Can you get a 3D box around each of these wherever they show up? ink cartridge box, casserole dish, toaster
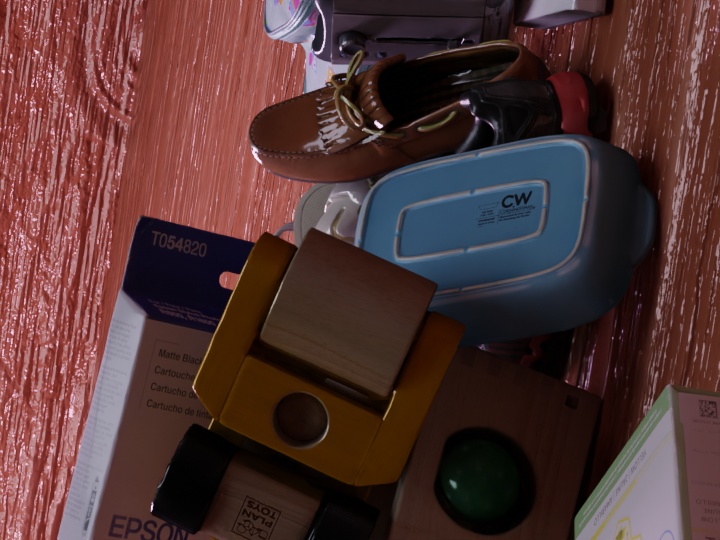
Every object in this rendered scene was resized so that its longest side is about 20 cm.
[{"bbox_3d":[0.152,0.179,1.308,0.146,0.048,0.201,117,159,-53],"label":"ink cartridge box"},{"bbox_3d":[-0.073,0.083,1.599,0.040,0.199,0.201,13,90,48],"label":"ink cartridge box"},{"bbox_3d":[0.070,-0.019,1.505,0.039,0.199,0.122,44,-134,-47],"label":"casserole dish"},{"bbox_3d":[0.041,-0.222,1.732,0.114,0.128,0.201,96,-178,-61],"label":"toaster"}]

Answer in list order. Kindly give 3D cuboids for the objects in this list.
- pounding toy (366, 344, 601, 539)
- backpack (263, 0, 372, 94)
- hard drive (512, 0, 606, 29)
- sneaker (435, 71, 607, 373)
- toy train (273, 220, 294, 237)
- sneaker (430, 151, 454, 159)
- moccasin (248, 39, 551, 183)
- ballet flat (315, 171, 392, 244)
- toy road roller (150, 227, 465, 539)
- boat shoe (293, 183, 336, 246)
[{"bbox_3d":[0.072,0.160,1.526,0.200,0.141,0.185,128,161,-61],"label":"pounding toy"},{"bbox_3d":[0.015,-0.202,1.885,0.176,0.152,0.201,161,112,-69],"label":"backpack"},{"bbox_3d":[0.135,-0.256,1.661,0.132,0.026,0.201,-176,93,-77],"label":"hard drive"},{"bbox_3d":[0.083,-0.024,1.604,0.071,0.097,0.202,-133,50,-71],"label":"sneaker"},{"bbox_3d":[-0.038,0.070,1.974,0.056,0.150,0.201,35,110,51],"label":"toy train"},{"bbox_3d":[0.065,-0.082,1.775,0.200,0.075,0.091,133,148,-65],"label":"sneaker"},{"bbox_3d":[0.020,-0.102,1.661,0.078,0.200,0.074,53,-140,-46],"label":"moccasin"},{"bbox_3d":[0.000,0.000,1.705,0.075,0.064,0.201,-7,79,54],"label":"ballet flat"},{"bbox_3d":[-0.027,0.073,1.495,0.146,0.122,0.201,-57,-9,-75],"label":"toy road roller"},{"bbox_3d":[0.015,0.028,1.797,0.201,0.072,0.068,59,-178,23],"label":"boat shoe"}]
